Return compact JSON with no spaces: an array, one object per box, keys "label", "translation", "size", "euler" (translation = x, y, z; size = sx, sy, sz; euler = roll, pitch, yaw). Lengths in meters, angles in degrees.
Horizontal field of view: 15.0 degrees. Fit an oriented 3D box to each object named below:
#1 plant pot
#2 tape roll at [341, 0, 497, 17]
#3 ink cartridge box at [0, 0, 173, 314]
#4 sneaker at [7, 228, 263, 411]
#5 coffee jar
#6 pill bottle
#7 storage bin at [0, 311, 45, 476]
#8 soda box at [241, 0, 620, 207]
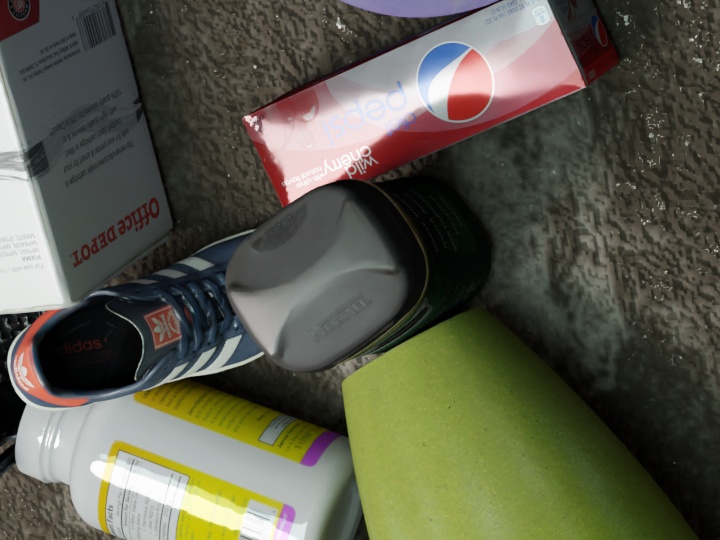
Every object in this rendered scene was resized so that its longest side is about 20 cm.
[{"label":"plant pot","translation":[0.077,0.129,1.544],"size":[0.187,0.187,0.200],"euler":[-32,83,28]},{"label":"tape roll","translation":[0.031,-0.240,1.427],"size":[0.199,0.085,0.201],"euler":[-1,114,-1]},{"label":"ink cartridge box","translation":[-0.194,-0.089,1.573],"size":[0.084,0.144,0.201],"euler":[-8,105,25]},{"label":"sneaker","translation":[-0.106,0.030,1.573],"size":[0.200,0.085,0.075],"euler":[-24,89,-8]},{"label":"coffee jar","translation":[0.000,0.000,1.490],"size":[0.104,0.200,0.085],"euler":[-36,83,13]},{"label":"pill bottle","translation":[-0.102,0.120,1.637],"size":[0.200,0.104,0.105],"euler":[20,115,14]},{"label":"storage bin","translation":[-0.265,0.023,1.646],"size":[0.094,0.135,0.201],"euler":[-5,107,23]},{"label":"soda box","translation":[0.038,-0.100,1.519],"size":[0.200,0.070,0.064],"euler":[-23,97,27]}]
